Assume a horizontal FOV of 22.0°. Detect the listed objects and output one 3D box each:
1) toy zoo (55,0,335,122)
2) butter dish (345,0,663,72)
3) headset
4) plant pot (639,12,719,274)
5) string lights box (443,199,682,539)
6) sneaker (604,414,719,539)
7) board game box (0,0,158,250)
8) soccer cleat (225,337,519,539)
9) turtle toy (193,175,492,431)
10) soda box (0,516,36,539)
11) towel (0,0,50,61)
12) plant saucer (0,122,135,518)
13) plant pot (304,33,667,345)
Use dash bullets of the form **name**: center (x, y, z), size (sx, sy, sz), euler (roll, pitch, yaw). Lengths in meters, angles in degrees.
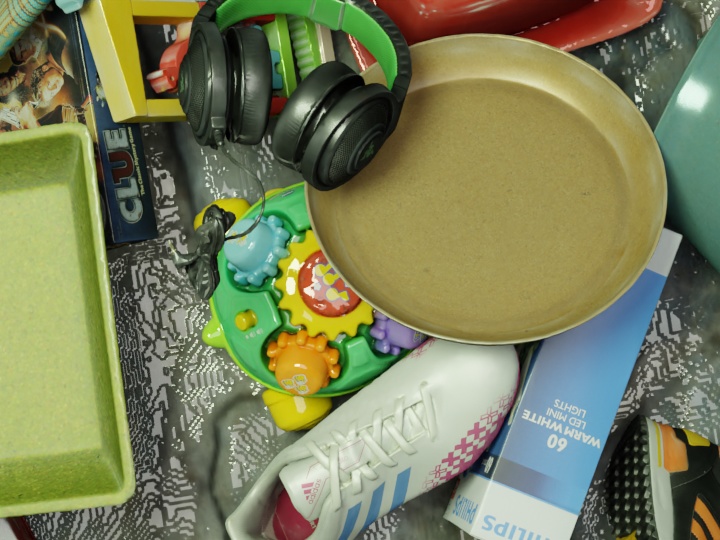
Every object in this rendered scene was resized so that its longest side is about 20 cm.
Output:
- **toy zoo**: center (-0.093, -0.151, 1.050), size (0.199, 0.020, 0.132), euler (-8, 87, -48)
- **butter dish**: center (0.073, -0.222, 1.069), size (0.198, 0.148, 0.201), euler (-18, 88, -6)
- **headset**: center (-0.047, -0.078, 0.999), size (0.123, 0.094, 0.201), euler (20, 46, 3)
- **plant pot**: center (0.266, -0.059, 1.061), size (0.187, 0.200, 0.201), euler (29, 85, 11)
- **string lights box**: center (0.116, 0.065, 1.080), size (0.059, 0.103, 0.201), euler (22, 85, -5)
- **sneaker**: center (0.195, 0.175, 1.061), size (0.089, 0.070, 0.201), euler (13, 48, -12)
- **board game box**: center (-0.185, -0.105, 1.055), size (0.034, 0.135, 0.202), euler (-8, 87, -46)
- **soccer cleat**: center (0.006, 0.104, 1.040), size (0.200, 0.086, 0.070), euler (-43, 71, 23)
- **turtle toy**: center (0.000, 0.000, 1.074), size (0.199, 0.101, 0.147), euler (-24, 89, -8)
- **soda box**: center (-0.253, 0.110, 1.068), size (0.070, 0.063, 0.201), euler (-28, 89, -4)
- **towel**: center (-0.207, -0.184, 1.021), size (0.200, 0.022, 0.147), euler (-43, 53, 32)
- **plant saucer**: center (-0.220, 0.034, 1.001), size (0.198, 0.048, 0.202), euler (-8, 88, 11)
- **plant pot**: center (0.069, -0.043, 1.022), size (0.198, 0.028, 0.201), euler (0, 60, 1)
